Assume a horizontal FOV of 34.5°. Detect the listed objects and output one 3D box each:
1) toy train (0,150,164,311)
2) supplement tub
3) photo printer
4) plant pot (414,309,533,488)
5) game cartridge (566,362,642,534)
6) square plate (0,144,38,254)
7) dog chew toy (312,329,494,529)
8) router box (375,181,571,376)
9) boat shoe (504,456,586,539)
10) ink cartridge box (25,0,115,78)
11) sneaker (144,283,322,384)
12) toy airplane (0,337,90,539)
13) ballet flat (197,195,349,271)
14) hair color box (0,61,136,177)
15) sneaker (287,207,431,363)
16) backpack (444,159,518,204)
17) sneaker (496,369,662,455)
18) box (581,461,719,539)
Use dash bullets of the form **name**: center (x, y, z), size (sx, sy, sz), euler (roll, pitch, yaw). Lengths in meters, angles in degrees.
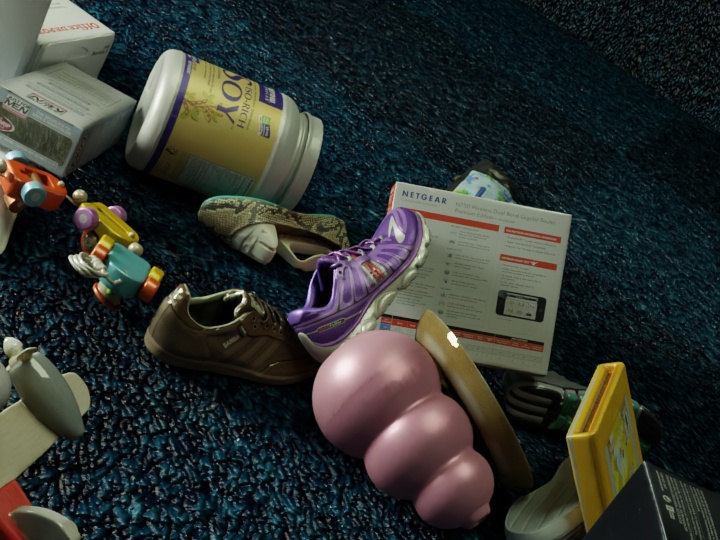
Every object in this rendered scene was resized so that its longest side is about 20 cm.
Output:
- **toy train**: center (-0.273, -0.029, 1.103), size (0.150, 0.056, 0.200), euler (19, 23, -50)
- **supplement tub**: center (-0.159, -0.156, 1.357), size (0.199, 0.146, 0.146), euler (20, 28, -20)
- **photo printer**: center (-0.426, -0.286, 1.250), size (0.166, 0.200, 0.070), euler (22, 27, -17)
- **plant pot**: center (0.104, 0.132, 1.140), size (0.200, 0.027, 0.200), euler (60, -6, 10)
- **game cartridge**: center (0.247, 0.212, 1.115), size (0.176, 0.032, 0.201), euler (-41, 118, -62)
- **square plate**: center (-0.424, -0.108, 1.135), size (0.199, 0.028, 0.198), euler (22, 27, -16)
- **dog chew toy**: center (0.046, 0.152, 1.069), size (0.200, 0.125, 0.124), euler (50, 32, 19)
- **router box**: center (0.118, 0.011, 1.267), size (0.199, 0.180, 0.049), euler (11, -6, -4)
- **boat shoe**: center (0.204, 0.239, 1.124), size (0.073, 0.067, 0.200), euler (-6, 10, 36)
- **ink cartridge box**: center (-0.422, -0.298, 1.401), size (0.200, 0.084, 0.145), euler (36, 27, 12)
- **sneaker**: center (-0.105, 0.059, 1.117), size (0.199, 0.076, 0.071), euler (7, 35, -38)
- **toy airplane**: center (-0.264, 0.122, 0.774), size (0.199, 0.141, 0.200), euler (14, 30, -31)
- **ballet flat**: center (-0.089, -0.037, 1.321), size (0.200, 0.068, 0.075), euler (9, 49, -40)
- **hair color box**: center (-0.326, -0.170, 1.273), size (0.099, 0.061, 0.200), euler (28, 17, -3)
- **sneaker**: center (0.000, 0.000, 1.161), size (0.083, 0.081, 0.200), euler (48, 54, -18)
- **backpack**: center (0.111, -0.017, 1.384), size (0.154, 0.163, 0.200), euler (42, 37, 16)
- **sneaker**: center (0.253, 0.149, 1.332), size (0.199, 0.075, 0.088), euler (20, 23, -18)
- **box**: center (0.262, 0.290, 0.953), size (0.182, 0.200, 0.104), euler (26, 26, -10)
